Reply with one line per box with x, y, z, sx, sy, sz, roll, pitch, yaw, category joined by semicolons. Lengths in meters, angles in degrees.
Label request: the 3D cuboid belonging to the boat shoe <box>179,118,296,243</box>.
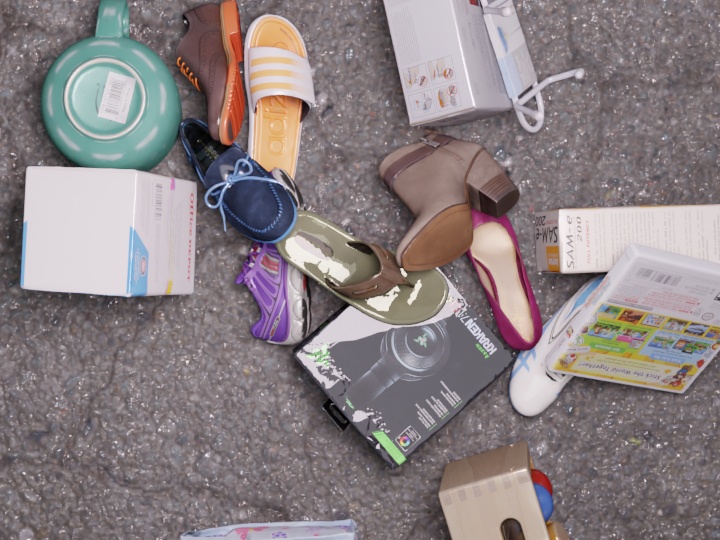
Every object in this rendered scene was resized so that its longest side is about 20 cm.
-0.146;-0.097;1.376;0.084;0.069;0.200;-50;50;-2;boat shoe

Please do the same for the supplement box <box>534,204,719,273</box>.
0.308;-0.036;1.435;0.199;0.126;0.074;-2;91;-5;supplement box

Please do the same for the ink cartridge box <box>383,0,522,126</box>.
0.103;-0.269;1.426;0.083;0.175;0.201;-12;90;26;ink cartridge box

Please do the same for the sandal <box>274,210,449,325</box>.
-0.001;0.001;1.354;0.200;0.057;0.080;24;86;-5;sandal

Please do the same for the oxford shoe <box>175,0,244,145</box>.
-0.167;-0.215;1.396;0.072;0.071;0.201;-4;51;-1;oxford shoe

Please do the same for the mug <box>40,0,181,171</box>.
-0.283;-0.195;1.394;0.152;0.114;0.186;-32;92;-4;mug

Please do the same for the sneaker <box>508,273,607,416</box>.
0.242;0.084;1.457;0.072;0.072;0.200;39;88;-5;sneaker

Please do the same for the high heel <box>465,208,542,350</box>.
0.162;-0.008;1.438;0.067;0.096;0.201;-22;91;-4;high heel

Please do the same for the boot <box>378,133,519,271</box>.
0.073;-0.082;1.401;0.199;0.146;0.071;-29;136;-31;boot

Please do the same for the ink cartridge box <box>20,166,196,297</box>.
-0.261;-0.039;1.364;0.124;0.200;0.130;3;89;13;ink cartridge box

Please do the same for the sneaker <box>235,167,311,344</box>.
-0.101;-0.014;1.422;0.083;0.081;0.201;0;98;6;sneaker

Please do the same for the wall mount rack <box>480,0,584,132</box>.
0.182;-0.245;1.399;0.074;0.174;0.201;-10;109;34;wall mount rack

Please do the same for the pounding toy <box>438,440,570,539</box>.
0.187;0.303;1.409;0.141;0.184;0.201;-18;91;8;pounding toy

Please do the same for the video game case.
0.330;0.058;1.403;0.199;0.023;0.182;11;128;-27;video game case

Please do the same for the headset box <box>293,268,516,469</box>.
0.041;0.100;1.429;0.200;0.093;0.174;-40;92;-3;headset box

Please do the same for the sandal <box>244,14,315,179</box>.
-0.086;-0.185;1.429;0.079;0.059;0.208;-2;94;-27;sandal

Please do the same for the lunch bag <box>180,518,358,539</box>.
-0.099;0.371;1.403;0.199;0.127;0.171;-1;88;2;lunch bag
